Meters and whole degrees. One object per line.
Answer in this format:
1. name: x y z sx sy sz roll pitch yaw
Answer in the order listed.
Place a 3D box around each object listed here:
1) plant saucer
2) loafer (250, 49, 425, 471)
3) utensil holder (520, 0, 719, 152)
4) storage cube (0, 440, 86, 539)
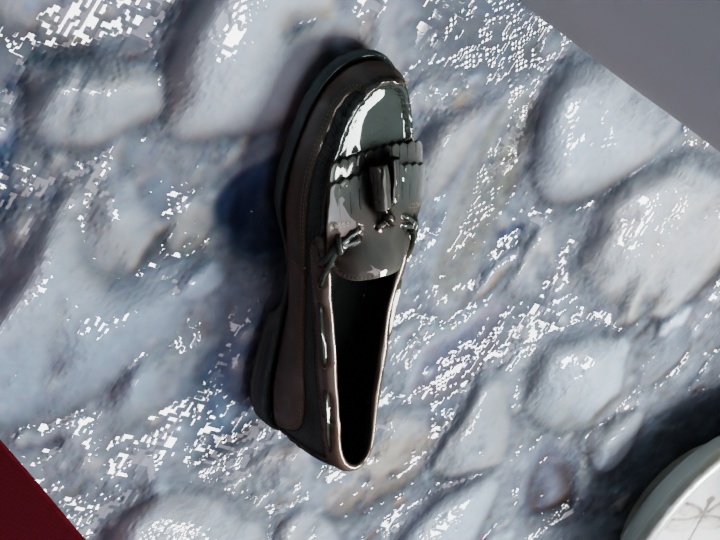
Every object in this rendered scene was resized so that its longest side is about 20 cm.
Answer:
1. plant saucer: 0.215 0.164 1.284 0.199 0.050 0.201 -25 136 -27
2. loafer: 0.000 0.000 0.924 0.072 0.063 0.201 -16 131 -35
3. utensil holder: 0.176 -0.133 0.873 0.169 0.200 0.171 -25 136 -27
4. storage cube: -0.189 0.166 0.786 0.199 0.180 0.172 -31 139 -23
